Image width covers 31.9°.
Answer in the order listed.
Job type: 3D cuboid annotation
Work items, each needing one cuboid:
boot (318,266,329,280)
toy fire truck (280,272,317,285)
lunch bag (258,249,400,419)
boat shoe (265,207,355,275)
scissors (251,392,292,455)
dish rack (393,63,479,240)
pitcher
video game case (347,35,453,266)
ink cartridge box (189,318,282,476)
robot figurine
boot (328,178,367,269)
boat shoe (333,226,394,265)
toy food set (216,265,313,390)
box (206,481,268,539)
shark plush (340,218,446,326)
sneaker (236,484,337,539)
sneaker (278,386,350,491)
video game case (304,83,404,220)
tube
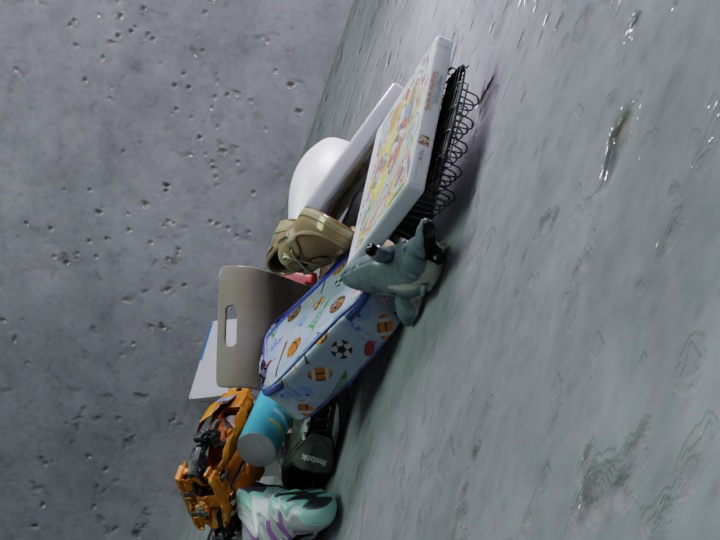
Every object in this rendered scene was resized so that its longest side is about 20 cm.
[{"bbox_3d":[-0.036,0.029,1.765,0.187,0.063,0.202,119,169,-51],"label":"boot"},{"bbox_3d":[-0.099,0.072,1.794,0.142,0.048,0.203,96,-177,-63],"label":"toy fire truck"},{"bbox_3d":[-0.038,0.065,1.434,0.200,0.075,0.161,-42,24,22],"label":"lunch bag"},{"bbox_3d":[-0.060,-0.025,1.466,0.065,0.071,0.200,-62,14,-13],"label":"boat shoe"},{"bbox_3d":[-0.111,0.184,1.689,0.073,0.014,0.200,-49,44,2],"label":"scissors"},{"bbox_3d":[0.080,-0.123,1.329,0.200,0.054,0.156,137,148,-70],"label":"dish rack"},{"bbox_3d":[-0.049,-0.083,1.928,0.202,0.120,0.172,-69,-28,-20],"label":"pitcher"},{"bbox_3d":[0.040,-0.118,1.324,0.200,0.023,0.184,128,157,-60],"label":"video game case"},{"bbox_3d":[-0.165,0.191,1.871,0.201,0.083,0.147,64,-154,-42],"label":"ink cartridge box"},{"bbox_3d":[-0.169,0.239,1.557,0.200,0.057,0.147,-60,-44,-58],"label":"robot figurine"},{"bbox_3d":[0.016,-0.066,1.631,0.096,0.073,0.200,-59,0,-32],"label":"boot"},{"bbox_3d":[0.000,0.000,1.565,0.200,0.064,0.073,120,161,-70],"label":"boat shoe"},{"bbox_3d":[-0.109,0.085,1.561,0.060,0.199,0.146,-7,75,32],"label":"toy food set"},{"bbox_3d":[-0.155,0.386,1.646,0.123,0.105,0.202,-83,13,-55],"label":"box"},{"bbox_3d":[0.037,-0.001,1.249,0.200,0.082,0.092,158,130,-80],"label":"shark plush"},{"bbox_3d":[-0.080,0.323,1.444,0.199,0.077,0.142,169,98,-64],"label":"sneaker"},{"bbox_3d":[-0.053,0.199,1.517,0.091,0.065,0.202,-99,23,-66],"label":"sneaker"},{"bbox_3d":[-0.013,-0.122,1.610,0.201,0.023,0.182,-56,-5,-17],"label":"video game case"},{"bbox_3d":[-0.106,0.170,1.607,0.078,0.050,0.201,64,-157,-22],"label":"tube"}]
